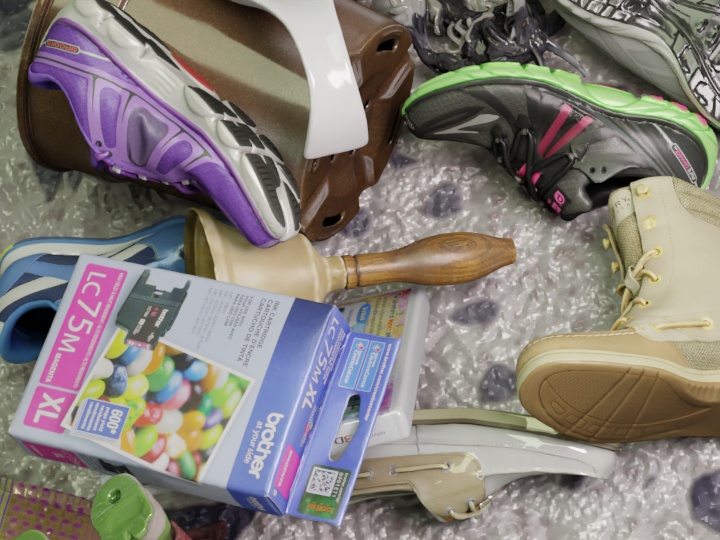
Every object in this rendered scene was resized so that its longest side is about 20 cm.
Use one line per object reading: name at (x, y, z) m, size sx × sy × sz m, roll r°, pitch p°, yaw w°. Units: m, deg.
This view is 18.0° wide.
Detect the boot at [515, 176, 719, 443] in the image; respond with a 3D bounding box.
boot at (0.162, 0.018, 1.333) m, size 0.200 × 0.073 × 0.156 m, roll 2°, pitch 53°, yaw -27°

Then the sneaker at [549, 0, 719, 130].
sneaker at (0.201, -0.146, 1.441) m, size 0.200 × 0.079 × 0.074 m, roll 38°, pitch 81°, yaw 6°

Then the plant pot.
plant pot at (-0.085, -0.121, 1.467) m, size 0.198 × 0.200 × 0.200 m, roll 24°, pitch 72°, yaw 18°

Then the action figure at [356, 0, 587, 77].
action figure at (0.060, -0.188, 1.501) m, size 0.200 × 0.102 × 0.119 m, roll 34°, pitch 65°, yaw 30°

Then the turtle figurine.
turtle figurine at (-0.100, 0.214, 1.276) m, size 0.144 × 0.194 × 0.200 m, roll -4°, pitch 58°, yaw 37°

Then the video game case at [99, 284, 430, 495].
video game case at (-0.052, 0.071, 1.373) m, size 0.182 × 0.024 × 0.200 m, roll -13°, pitch 19°, yaw 10°

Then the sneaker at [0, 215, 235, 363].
sneaker at (-0.148, 0.019, 1.464) m, size 0.200 × 0.074 × 0.082 m, roll -10°, pitch 41°, yaw 21°

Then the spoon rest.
spoon rest at (-0.045, -0.163, 1.358) m, size 0.099 × 0.061 × 0.200 m, roll -15°, pitch 60°, yaw -17°

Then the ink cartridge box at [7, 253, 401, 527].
ink cartridge box at (-0.088, 0.065, 1.281) m, size 0.200 × 0.042 × 0.120 m, roll 12°, pitch 69°, yaw 20°

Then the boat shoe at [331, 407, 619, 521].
boat shoe at (0.058, 0.117, 1.363) m, size 0.200 × 0.075 × 0.069 m, roll 3°, pitch 81°, yaw 25°

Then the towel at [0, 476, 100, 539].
towel at (-0.254, 0.191, 1.395) m, size 0.200 × 0.023 × 0.144 m, roll 15°, pitch 68°, yaw -7°

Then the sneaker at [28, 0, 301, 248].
sneaker at (-0.116, -0.077, 1.352) m, size 0.200 × 0.081 × 0.083 m, roll 42°, pitch 100°, yaw 17°

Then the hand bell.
hand bell at (0.000, 0.000, 1.396) m, size 0.200 × 0.104 × 0.104 m, roll -8°, pitch 58°, yaw -14°

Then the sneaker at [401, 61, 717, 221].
sneaker at (0.121, -0.077, 1.421) m, size 0.200 × 0.077 × 0.084 m, roll 12°, pitch 77°, yaw 6°
